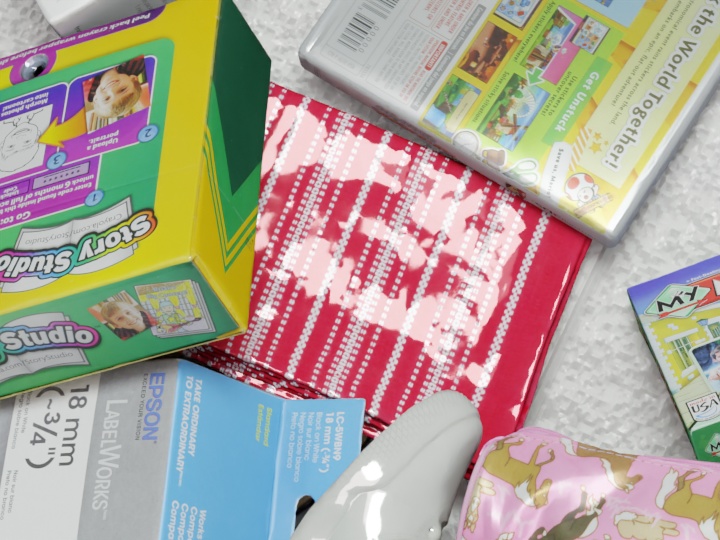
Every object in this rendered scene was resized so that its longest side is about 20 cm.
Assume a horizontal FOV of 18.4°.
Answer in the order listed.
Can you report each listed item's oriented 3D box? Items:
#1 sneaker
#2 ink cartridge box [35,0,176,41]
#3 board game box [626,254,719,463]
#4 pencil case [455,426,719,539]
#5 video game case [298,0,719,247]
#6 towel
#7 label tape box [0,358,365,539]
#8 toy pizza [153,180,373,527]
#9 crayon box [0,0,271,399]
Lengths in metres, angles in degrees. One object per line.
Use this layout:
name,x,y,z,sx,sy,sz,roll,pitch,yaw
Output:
sneaker,0.003,0.144,0.937,0.088,0.075,0.200,35,69,13
ink cartridge box,-0.089,-0.216,1.107,0.199,0.086,0.147,-30,76,3
board game box,0.228,0.015,0.993,0.199,0.135,0.029,-21,117,4
pencil case,0.136,0.117,0.915,0.199,0.083,0.087,5,47,29
video game case,0.098,-0.138,1.084,0.182,0.023,0.200,31,78,13
towel,0.000,0.000,1.057,0.199,0.022,0.145,23,72,5
label tape box,-0.106,0.116,1.002,0.199,0.063,0.145,-4,65,20
toy pizza,-0.080,0.037,1.081,0.199,0.032,0.201,-2,78,8
crayon box,-0.145,-0.028,1.031,0.199,0.058,0.173,-15,46,20
